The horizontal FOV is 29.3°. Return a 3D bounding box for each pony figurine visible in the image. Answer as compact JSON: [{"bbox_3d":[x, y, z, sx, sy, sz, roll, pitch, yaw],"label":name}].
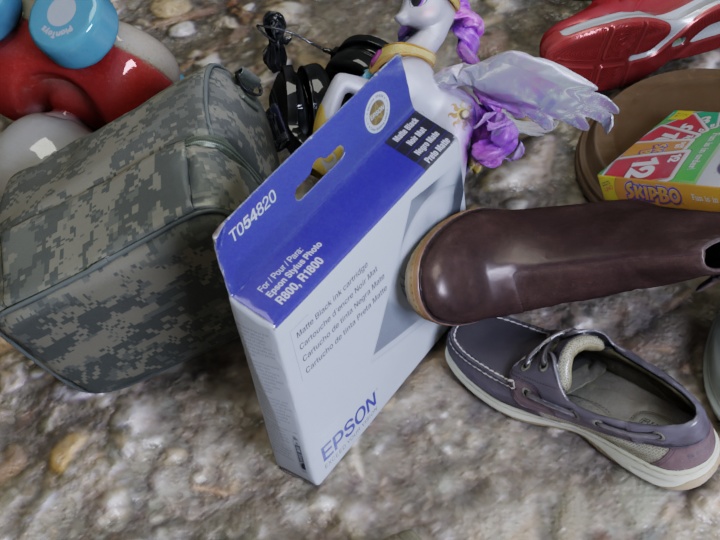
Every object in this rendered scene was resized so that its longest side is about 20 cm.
[{"bbox_3d":[0.066,-0.118,1.008,0.192,0.166,0.201,32,80,-14],"label":"pony figurine"}]

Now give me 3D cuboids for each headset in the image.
[{"bbox_3d":[-0.023,-0.138,1.123,0.123,0.094,0.200,-26,62,-23],"label":"headset"}]

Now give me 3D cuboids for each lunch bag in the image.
[{"bbox_3d":[-0.144,-0.037,0.932,0.199,0.139,0.169,-26,53,16],"label":"lunch bag"}]

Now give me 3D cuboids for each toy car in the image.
[{"bbox_3d":[-0.247,-0.102,1.069,0.176,0.184,0.201,15,77,23],"label":"toy car"}]

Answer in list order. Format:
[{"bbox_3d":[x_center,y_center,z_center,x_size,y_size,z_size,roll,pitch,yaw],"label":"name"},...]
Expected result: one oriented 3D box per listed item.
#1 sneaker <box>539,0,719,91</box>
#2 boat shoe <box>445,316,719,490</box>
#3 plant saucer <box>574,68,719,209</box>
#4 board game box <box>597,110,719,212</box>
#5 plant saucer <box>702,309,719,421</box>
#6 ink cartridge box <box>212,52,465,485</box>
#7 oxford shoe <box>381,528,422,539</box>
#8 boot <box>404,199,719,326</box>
[{"bbox_3d":[0.215,-0.221,1.135,0.199,0.079,0.116,-14,56,-24],"label":"sneaker"},{"bbox_3d":[0.138,0.067,0.872,0.199,0.065,0.072,29,58,34],"label":"boat shoe"},{"bbox_3d":[0.263,-0.092,1.043,0.198,0.030,0.201,-4,45,4],"label":"plant saucer"},{"bbox_3d":[0.264,-0.072,0.932,0.095,0.030,0.199,-38,30,-26],"label":"board game box"},{"bbox_3d":[0.292,0.021,0.840,0.199,0.050,0.201,-31,32,22],"label":"plant saucer"},{"bbox_3d":[0.000,0.000,0.867,0.040,0.201,0.200,20,51,31],"label":"ink cartridge box"},{"bbox_3d":[0.070,0.203,0.744,0.075,0.071,0.199,-33,50,-30],"label":"oxford shoe"},{"bbox_3d":[0.144,-0.011,0.867,0.199,0.073,0.166,-15,8,-42],"label":"boot"}]
